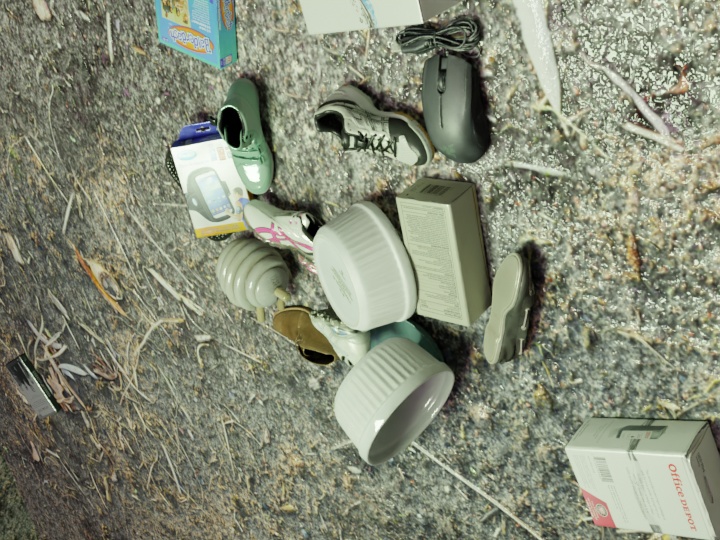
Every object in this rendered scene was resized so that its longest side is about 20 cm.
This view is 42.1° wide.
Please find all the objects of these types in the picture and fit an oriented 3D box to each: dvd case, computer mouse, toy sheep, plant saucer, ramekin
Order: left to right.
[{"bbox_3d":[-0.995,0.353,2.838,0.149,0.025,0.202,-22,102,50],"label":"dvd case"},{"bbox_3d":[-0.192,0.012,1.701,0.198,0.137,0.140,25,134,34],"label":"toy sheep"},{"bbox_3d":[0.000,0.000,1.472,0.203,0.093,0.205,52,155,36],"label":"ramekin"},{"bbox_3d":[0.048,0.203,1.502,0.105,0.198,0.202,42,141,26],"label":"ramekin"},{"bbox_3d":[0.077,0.151,1.610,0.198,0.036,0.203,25,133,29],"label":"plant saucer"},{"bbox_3d":[0.115,-0.232,1.271,0.137,0.053,0.204,6,122,41],"label":"computer mouse"}]

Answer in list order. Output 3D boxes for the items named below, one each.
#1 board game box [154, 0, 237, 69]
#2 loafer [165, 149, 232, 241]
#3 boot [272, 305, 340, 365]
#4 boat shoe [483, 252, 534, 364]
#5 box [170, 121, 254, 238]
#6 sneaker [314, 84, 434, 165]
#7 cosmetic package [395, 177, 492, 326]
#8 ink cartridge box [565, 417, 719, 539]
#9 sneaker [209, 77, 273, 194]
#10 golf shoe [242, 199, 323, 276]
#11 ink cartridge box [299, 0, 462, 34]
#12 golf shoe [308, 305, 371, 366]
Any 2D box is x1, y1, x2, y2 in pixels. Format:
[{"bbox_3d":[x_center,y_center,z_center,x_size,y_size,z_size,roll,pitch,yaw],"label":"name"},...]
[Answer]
[{"bbox_3d":[-0.269,-0.444,1.500,0.150,0.045,0.203,28,135,27],"label":"board game box"},{"bbox_3d":[-0.292,-0.149,1.739,0.072,0.072,0.203,-108,-6,-64],"label":"loafer"},{"bbox_3d":[-0.103,0.122,1.737,0.197,0.075,0.075,15,130,39],"label":"boot"},{"bbox_3d":[0.228,0.054,1.383,0.067,0.056,0.203,-115,26,-47],"label":"boat shoe"},{"bbox_3d":[-0.260,-0.162,1.662,0.116,0.042,0.203,-9,120,8],"label":"box"},{"bbox_3d":[0.016,-0.193,1.362,0.198,0.087,0.077,32,144,29],"label":"sneaker"},{"bbox_3d":[0.127,-0.028,1.396,0.102,0.073,0.204,13,127,39],"label":"cosmetic package"},{"bbox_3d":[0.415,0.294,1.343,0.198,0.084,0.148,-6,114,49],"label":"ink cartridge box"},{"bbox_3d":[-0.198,-0.200,1.545,0.072,0.119,0.204,-1,122,12],"label":"sneaker"},{"bbox_3d":[-0.112,-0.076,1.606,0.198,0.073,0.093,30,131,11],"label":"golf shoe"},{"bbox_3d":[0.030,-0.393,1.161,0.197,0.147,0.147,7,124,41],"label":"ink cartridge box"},{"bbox_3d":[-0.035,0.115,1.611,0.200,0.077,0.099,-152,52,-70],"label":"golf shoe"}]
